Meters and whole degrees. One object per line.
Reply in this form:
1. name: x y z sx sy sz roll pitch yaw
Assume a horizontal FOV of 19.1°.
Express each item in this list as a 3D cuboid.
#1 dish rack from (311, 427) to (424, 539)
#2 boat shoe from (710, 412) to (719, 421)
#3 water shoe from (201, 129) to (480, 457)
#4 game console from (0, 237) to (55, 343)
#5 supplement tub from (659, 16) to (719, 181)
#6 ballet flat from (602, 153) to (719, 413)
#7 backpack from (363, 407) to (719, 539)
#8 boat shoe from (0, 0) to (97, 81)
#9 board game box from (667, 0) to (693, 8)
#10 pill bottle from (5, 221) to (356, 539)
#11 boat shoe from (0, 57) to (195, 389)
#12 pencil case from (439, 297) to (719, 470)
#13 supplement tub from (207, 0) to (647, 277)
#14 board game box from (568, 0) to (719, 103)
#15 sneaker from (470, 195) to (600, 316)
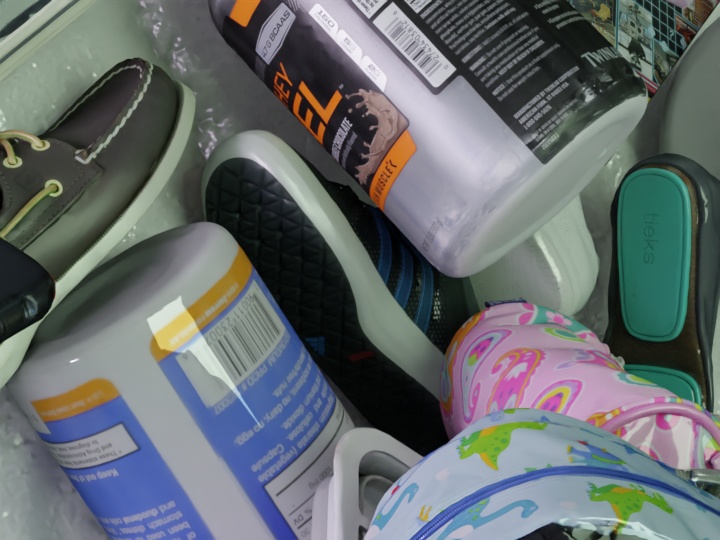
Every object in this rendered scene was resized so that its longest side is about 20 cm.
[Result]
1. dish rack: 0.050 0.170 0.834 0.200 0.044 0.172 34 35 -29
2. boat shoe: 0.138 0.104 1.000 0.072 0.200 0.072 -52 139 -20
3. water shoe: 0.000 0.000 0.983 0.200 0.071 0.079 54 46 -30
4. game console: -0.232 0.008 0.734 0.200 0.177 0.031 -34 140 -43
5. supplement tub: 0.272 -0.064 1.139 0.200 0.144 0.145 5 81 -42
6. ballet flat: 0.153 0.041 1.080 0.073 0.073 0.201 -1 101 -37
7. backpack: 0.088 0.138 0.740 0.200 0.163 0.154 27 24 -35
8. boat shoe: -0.139 -0.135 0.886 0.200 0.075 0.062 -46 118 -26
9. board game box: 0.071 -0.235 0.983 0.199 0.041 0.200 23 41 -28
10. pill bottle: -0.052 0.090 0.897 0.112 0.112 0.200 -43 110 -33
11. boat shoe: -0.141 -0.019 0.868 0.061 0.072 0.201 48 61 -27
12. pencil case: 0.091 0.068 0.884 0.087 0.200 0.088 -2 101 -10
13. supplement tub: 0.018 -0.105 0.936 0.122 0.123 0.200 -34 76 -35
14. board game box: 0.089 -0.168 1.087 0.200 0.035 0.136 51 57 -20
15. sneaker: 0.064 -0.071 1.044 0.088 0.075 0.201 -33 106 -53
